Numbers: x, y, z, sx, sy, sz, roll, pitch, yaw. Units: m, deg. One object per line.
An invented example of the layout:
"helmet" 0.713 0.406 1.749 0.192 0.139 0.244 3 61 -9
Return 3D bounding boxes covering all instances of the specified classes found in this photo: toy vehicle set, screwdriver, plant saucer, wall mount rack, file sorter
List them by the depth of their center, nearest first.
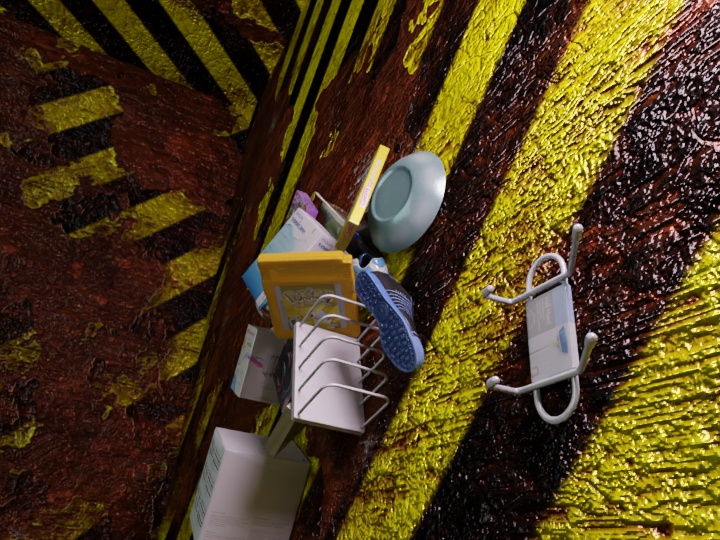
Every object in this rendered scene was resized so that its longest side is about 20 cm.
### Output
"wall mount rack" 0.201 0.052 0.625 0.174 0.074 0.202 -42 38 53
"file sorter" -0.034 0.162 1.041 0.125 0.138 0.201 -51 30 38
"plant saucer" 0.069 -0.133 1.070 0.200 0.038 0.203 -29 50 41
"toy vehicle set" -0.099 0.258 1.116 0.200 0.026 0.125 -33 -24 -58
"screwdriver" -0.027 -0.088 1.174 0.028 0.200 0.029 -52 -10 35

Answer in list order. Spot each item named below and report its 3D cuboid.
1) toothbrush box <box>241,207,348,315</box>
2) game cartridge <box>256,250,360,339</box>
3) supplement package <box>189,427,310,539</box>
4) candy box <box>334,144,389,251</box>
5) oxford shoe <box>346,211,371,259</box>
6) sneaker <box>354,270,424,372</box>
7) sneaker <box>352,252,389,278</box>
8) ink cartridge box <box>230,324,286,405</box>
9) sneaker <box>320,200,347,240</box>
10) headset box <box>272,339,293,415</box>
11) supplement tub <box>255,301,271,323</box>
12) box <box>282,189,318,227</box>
"toothbrush box" -0.140 -0.011 1.226 0.201 0.085 0.146 -51 37 4
"game cartridge" -0.094 0.051 1.114 0.033 0.174 0.202 -86 -8 -49
"supplement package" -0.237 0.466 1.241 0.147 0.189 0.202 10 83 68
"candy box" 0.004 -0.142 1.138 0.102 0.026 0.201 -54 13 57
"oxford shoe" 0.010 -0.085 1.197 0.200 0.072 0.072 -51 29 44
"sneaker" 0.064 0.077 0.968 0.070 0.077 0.201 -54 50 35
"sneaker" 0.000 0.000 1.159 0.199 0.071 0.073 10 94 63
"ink cartridge box" -0.243 0.231 1.520 0.128 0.124 0.202 1 76 68
"sneaker" -0.067 -0.103 1.408 0.091 0.067 0.200 -63 26 11
"headset box" -0.127 0.229 1.304 0.150 0.074 0.200 -67 22 14
"supplement tub" -0.184 0.069 1.411 0.200 0.121 0.124 55 -129 -85
"box" -0.186 -0.151 1.778 0.138 0.039 0.200 -66 22 15
